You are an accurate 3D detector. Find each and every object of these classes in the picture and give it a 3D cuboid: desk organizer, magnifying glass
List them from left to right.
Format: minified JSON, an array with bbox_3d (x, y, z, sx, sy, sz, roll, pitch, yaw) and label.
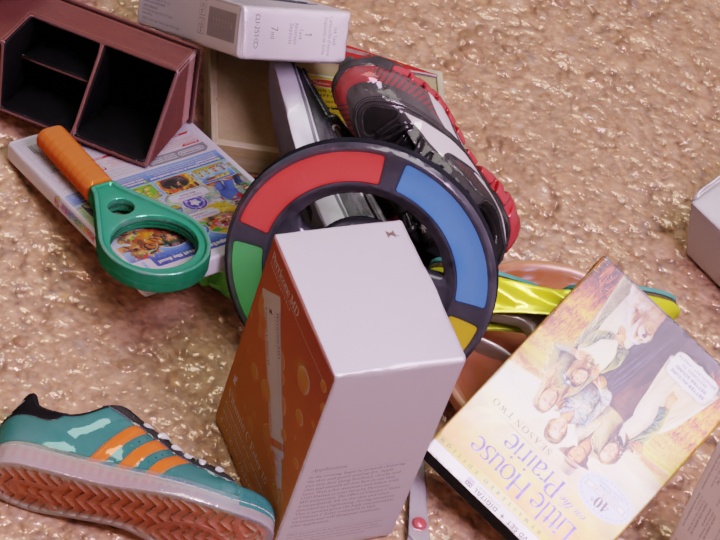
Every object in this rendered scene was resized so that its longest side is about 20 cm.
[{"bbox_3d":[-0.229,-0.157,1.803,0.199,0.072,0.077,21,41,12],"label":"desk organizer"},{"bbox_3d":[-0.179,-0.047,1.715,0.079,0.023,0.200,-18,42,-30],"label":"magnifying glass"}]

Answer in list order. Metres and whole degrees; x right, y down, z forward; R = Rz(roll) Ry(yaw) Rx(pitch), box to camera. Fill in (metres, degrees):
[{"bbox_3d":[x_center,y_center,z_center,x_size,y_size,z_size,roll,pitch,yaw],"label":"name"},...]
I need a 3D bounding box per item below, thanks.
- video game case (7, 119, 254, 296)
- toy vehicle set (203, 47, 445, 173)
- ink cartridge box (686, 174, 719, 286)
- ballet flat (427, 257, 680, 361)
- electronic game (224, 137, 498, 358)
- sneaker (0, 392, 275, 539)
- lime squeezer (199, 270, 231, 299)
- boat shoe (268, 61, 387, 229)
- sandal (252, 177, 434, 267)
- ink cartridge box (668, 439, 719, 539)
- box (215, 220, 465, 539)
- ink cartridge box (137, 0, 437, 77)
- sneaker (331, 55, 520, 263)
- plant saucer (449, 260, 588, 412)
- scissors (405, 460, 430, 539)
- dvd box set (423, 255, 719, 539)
[{"bbox_3d":[-0.155,-0.059,1.768,0.143,0.018,0.200,-19,43,-32],"label":"video game case"},{"bbox_3d":[-0.027,-0.123,1.897,0.199,0.027,0.125,8,47,-12],"label":"toy vehicle set"},{"bbox_3d":[0.376,-0.009,1.860,0.145,0.084,0.200,-34,61,-17],"label":"ink cartridge box"},{"bbox_3d":[0.137,0.040,1.741,0.199,0.067,0.067,9,68,-7],"label":"ballet flat"},{"bbox_3d":[0.000,0.000,1.681,0.199,0.201,0.042,22,27,1],"label":"electronic game"},{"bbox_3d":[-0.149,0.132,1.594,0.199,0.072,0.080,16,50,-3],"label":"sneaker"},{"bbox_3d":[-0.106,-0.015,1.765,0.199,0.038,0.071,22,49,4],"label":"lime squeezer"},{"bbox_3d":[-0.022,-0.076,1.790,0.056,0.069,0.201,-12,62,-14],"label":"boat shoe"},{"bbox_3d":[0.002,-0.047,1.825,0.199,0.045,0.075,5,48,-15],"label":"sandal"},{"bbox_3d":[0.288,0.229,1.596,0.050,0.161,0.200,-18,57,-27],"label":"ink cartridge box"},{"bbox_3d":[-0.017,0.081,1.596,0.097,0.201,0.125,-7,51,-24],"label":"box"},{"bbox_3d":[-0.058,-0.194,1.849,0.175,0.045,0.200,2,12,-29],"label":"ink cartridge box"},{"bbox_3d":[0.049,-0.073,1.757,0.201,0.071,0.098,51,21,-19],"label":"sneaker"},{"bbox_3d":[0.147,0.078,1.769,0.199,0.038,0.201,10,46,-10],"label":"plant saucer"},{"bbox_3d":[0.035,0.188,1.647,0.073,0.014,0.201,-2,52,-18],"label":"scissors"},{"bbox_3d":[0.159,0.108,1.678,0.146,0.029,0.200,44,73,5],"label":"dvd box set"}]
